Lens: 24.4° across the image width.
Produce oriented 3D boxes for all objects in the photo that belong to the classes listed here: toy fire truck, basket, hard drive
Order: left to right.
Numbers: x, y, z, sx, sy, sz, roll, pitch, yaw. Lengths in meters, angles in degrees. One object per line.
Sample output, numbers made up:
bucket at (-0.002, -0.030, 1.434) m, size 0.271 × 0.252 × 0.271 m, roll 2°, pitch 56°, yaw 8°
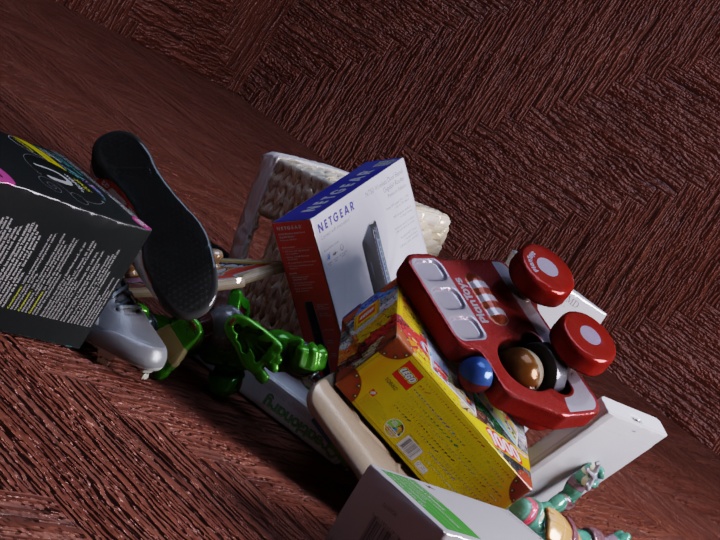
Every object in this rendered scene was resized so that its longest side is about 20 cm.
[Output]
basket at (-0.029, -0.010, 1.909) m, size 0.160 × 0.199 × 0.200 m, roll 23°, pitch 7°, yaw 32°
toy fire truck at (0.135, 0.068, 1.583) m, size 0.167 × 0.112 × 0.200 m, roll -1°, pitch 51°, yaw -41°
hard drive at (0.199, 0.203, 1.680) m, size 0.132 × 0.200 × 0.026 m, roll 23°, pitch 34°, yaw -51°

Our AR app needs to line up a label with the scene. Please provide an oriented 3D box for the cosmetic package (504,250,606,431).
cosmetic package at (0.171, 0.093, 1.883) m, size 0.113 × 0.200 × 0.081 m, roll 31°, pitch 6°, yaw -23°

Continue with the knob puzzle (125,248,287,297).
knob puzzle at (-0.196, -0.003, 1.609) m, size 0.218 × 0.031 × 0.220 m, roll -1°, pitch 9°, yaw 0°

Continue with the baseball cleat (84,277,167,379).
baseball cleat at (-0.234, 0.003, 1.467) m, size 0.200 × 0.107 × 0.070 m, roll 36°, pitch 14°, yaw 22°

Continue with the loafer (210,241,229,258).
loafer at (-0.235, -0.036, 1.897) m, size 0.071 × 0.073 × 0.200 m, roll 33°, pitch -3°, yaw 43°

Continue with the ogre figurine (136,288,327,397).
ogre figurine at (-0.124, 0.067, 1.542) m, size 0.199 × 0.099 × 0.120 m, roll -11°, pitch -5°, yaw 9°

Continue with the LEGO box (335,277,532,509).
LEGO box at (0.069, 0.125, 1.565) m, size 0.200 × 0.077 × 0.149 m, roll 49°, pitch 15°, yaw -15°

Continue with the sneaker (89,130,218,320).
sneaker at (-0.189, -0.023, 1.524) m, size 0.202 × 0.067 × 0.108 m, roll 59°, pitch -22°, yaw 22°

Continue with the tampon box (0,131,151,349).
tampon box at (-0.306, -0.038, 1.370) m, size 0.150 × 0.127 × 0.200 m, roll 37°, pitch 9°, yaw 32°

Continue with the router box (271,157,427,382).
router box at (0.000, 0.000, 1.714) m, size 0.049 × 0.180 × 0.200 m, roll -4°, pitch 19°, yaw 32°

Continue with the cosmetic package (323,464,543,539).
cosmetic package at (0.077, 0.239, 1.370) m, size 0.200 × 0.085 × 0.108 m, roll 23°, pitch 10°, yaw -47°

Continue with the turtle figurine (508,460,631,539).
turtle figurine at (0.206, 0.262, 1.638) m, size 0.100 × 0.150 × 0.200 m, roll -11°, pitch -38°, yaw 37°

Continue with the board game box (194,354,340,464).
board game box at (-0.074, 0.120, 1.676) m, size 0.200 × 0.035 × 0.126 m, roll 36°, pitch 9°, yaw 16°

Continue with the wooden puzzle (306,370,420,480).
wooden puzzle at (0.022, 0.176, 1.547) m, size 0.186 × 0.046 × 0.200 m, roll 53°, pitch 14°, yaw 4°
